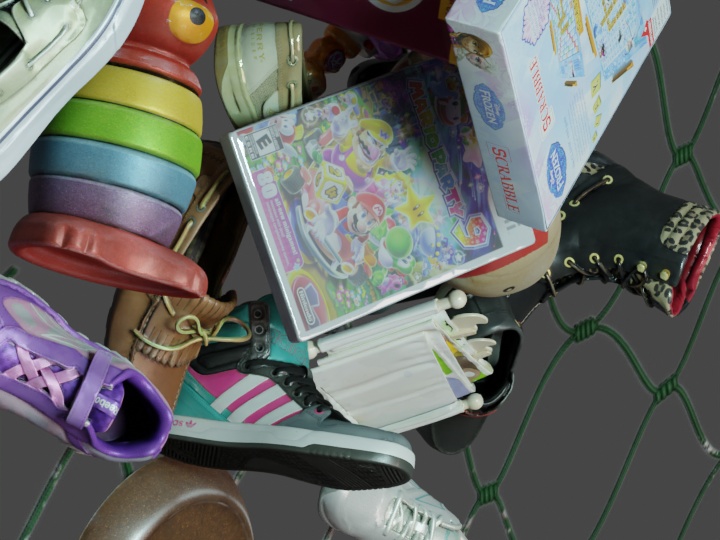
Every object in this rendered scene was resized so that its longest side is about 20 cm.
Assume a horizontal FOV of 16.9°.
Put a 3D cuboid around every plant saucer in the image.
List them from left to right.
[{"bbox_3d":[-0.139,0.230,1.728,0.200,0.034,0.202,-30,130,-43],"label":"plant saucer"}]

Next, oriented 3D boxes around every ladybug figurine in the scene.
[{"bbox_3d":[0.068,-0.063,1.716,0.072,0.135,0.201,-45,119,-42],"label":"ladybug figurine"}]

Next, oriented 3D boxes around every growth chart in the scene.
[{"bbox_3d":[0.031,0.077,1.776,0.200,0.144,0.018,72,3,-62],"label":"growth chart"}]

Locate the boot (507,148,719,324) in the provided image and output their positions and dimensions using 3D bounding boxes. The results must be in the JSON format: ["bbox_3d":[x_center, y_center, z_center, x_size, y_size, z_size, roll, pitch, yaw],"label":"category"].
[{"bbox_3d":[0.189,-0.001,1.954,0.201,0.150,0.073,-56,153,-23],"label":"boot"}]

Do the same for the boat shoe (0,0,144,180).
[{"bbox_3d":[-0.194,-0.137,1.434,0.201,0.072,0.062,-57,146,-13],"label":"boat shoe"}]

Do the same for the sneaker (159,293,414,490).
[{"bbox_3d":[-0.045,0.079,1.653,0.084,0.199,0.122,54,47,-59],"label":"sneaker"}]

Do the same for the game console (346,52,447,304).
[{"bbox_3d":[0.057,-0.095,1.848,0.175,0.116,0.201,-11,119,-18],"label":"game console"}]

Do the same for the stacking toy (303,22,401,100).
[{"bbox_3d":[0.014,-0.191,1.687,0.200,0.110,0.116,-47,145,-7],"label":"stacking toy"}]

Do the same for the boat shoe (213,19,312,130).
[{"bbox_3d":[-0.042,-0.096,1.644,0.201,0.063,0.074,66,20,-48],"label":"boat shoe"}]

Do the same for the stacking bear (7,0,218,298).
[{"bbox_3d":[-0.142,-0.096,1.495,0.121,0.113,0.202,20,79,-37],"label":"stacking bear"}]

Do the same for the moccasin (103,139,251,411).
[{"bbox_3d":[-0.114,0.015,1.613,0.074,0.077,0.203,23,88,-55],"label":"moccasin"}]

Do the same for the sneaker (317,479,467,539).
[{"bbox_3d":[0.037,0.195,1.912,0.200,0.080,0.071,37,78,-53],"label":"sneaker"}]

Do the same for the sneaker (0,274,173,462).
[{"bbox_3d":[-0.191,0.066,1.504,0.200,0.088,0.081,32,85,-39],"label":"sneaker"}]

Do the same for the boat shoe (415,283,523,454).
[{"bbox_3d":[0.080,0.085,1.886,0.073,0.063,0.202,-13,144,-19],"label":"boat shoe"}]

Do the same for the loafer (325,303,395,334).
[{"bbox_3d":[0.000,0.000,1.692,0.068,0.070,0.201,-49,-173,18],"label":"loafer"}]

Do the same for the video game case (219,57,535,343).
[{"bbox_3d":[0.015,-0.053,1.606,0.199,0.018,0.144,-22,96,-29],"label":"video game case"}]

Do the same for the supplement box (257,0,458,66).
[{"bbox_3d":[0.018,-0.213,1.571,0.085,0.199,0.111,-16,120,-52],"label":"supplement box"}]

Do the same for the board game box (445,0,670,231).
[{"bbox_3d":[0.131,-0.163,1.543,0.200,0.041,0.201,-58,151,-27],"label":"board game box"}]
